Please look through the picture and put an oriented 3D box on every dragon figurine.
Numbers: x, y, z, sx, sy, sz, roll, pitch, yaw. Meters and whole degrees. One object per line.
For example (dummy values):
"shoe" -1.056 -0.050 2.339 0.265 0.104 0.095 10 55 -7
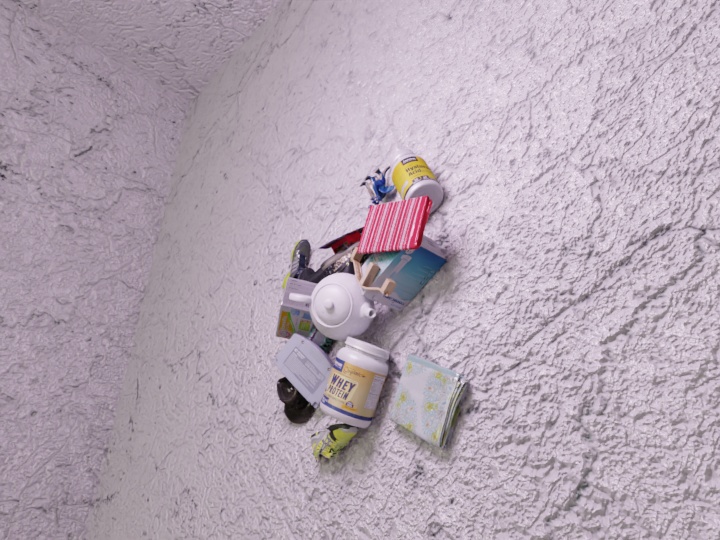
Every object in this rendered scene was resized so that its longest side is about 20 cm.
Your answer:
"dragon figurine" 0.065 -0.253 1.682 0.200 0.100 0.059 -40 -3 -45

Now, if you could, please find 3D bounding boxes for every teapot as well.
"teapot" -0.066 0.095 1.486 0.199 0.146 0.199 -36 72 14

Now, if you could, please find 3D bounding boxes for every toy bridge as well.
"toy bridge" 0.023 0.014 1.390 0.068 0.027 0.200 -60 37 14

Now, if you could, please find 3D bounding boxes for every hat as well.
"hat" -0.211 0.370 1.698 0.199 0.080 0.204 -28 51 42

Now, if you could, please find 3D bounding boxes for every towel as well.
"towel" 0.084 -0.110 1.380 0.198 0.022 0.147 -4 61 43
"towel" 0.155 0.303 1.295 0.199 0.048 0.174 15 83 54

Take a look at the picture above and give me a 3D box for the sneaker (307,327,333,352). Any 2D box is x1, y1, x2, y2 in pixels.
"sneaker" -0.105 0.201 1.663 0.087 0.074 0.203 15 83 49

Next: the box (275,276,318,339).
"box" -0.194 0.127 1.703 0.201 0.110 0.103 109 172 -53

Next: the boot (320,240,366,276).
"boot" -0.001 0.001 1.629 0.155 0.201 0.073 61 165 4

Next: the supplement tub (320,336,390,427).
"supplement tub" -0.011 0.288 1.433 0.143 0.143 0.203 13 82 53

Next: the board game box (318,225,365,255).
"board game box" -0.041 -0.082 1.672 0.156 0.200 0.039 -25 89 7

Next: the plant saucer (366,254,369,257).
"plant saucer" -0.046 -0.008 1.744 0.200 0.019 0.070 -47 41 24

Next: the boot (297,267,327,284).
"boot" -0.129 0.006 1.769 0.199 0.065 0.166 -40 20 35

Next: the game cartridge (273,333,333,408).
"game cartridge" -0.154 0.289 1.626 0.200 0.040 0.134 43 100 21

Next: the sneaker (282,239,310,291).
"sneaker" -0.208 -0.008 1.904 0.081 0.073 0.204 10 87 60

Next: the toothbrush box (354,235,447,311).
"toothbrush box" 0.104 -0.005 1.443 0.201 0.145 0.086 -51 38 22

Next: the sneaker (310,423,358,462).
"sneaker" -0.064 0.461 1.480 0.200 0.074 0.078 -42 49 46

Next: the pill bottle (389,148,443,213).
"pill bottle" 0.149 -0.255 1.548 0.112 0.110 0.201 -48 40 24
